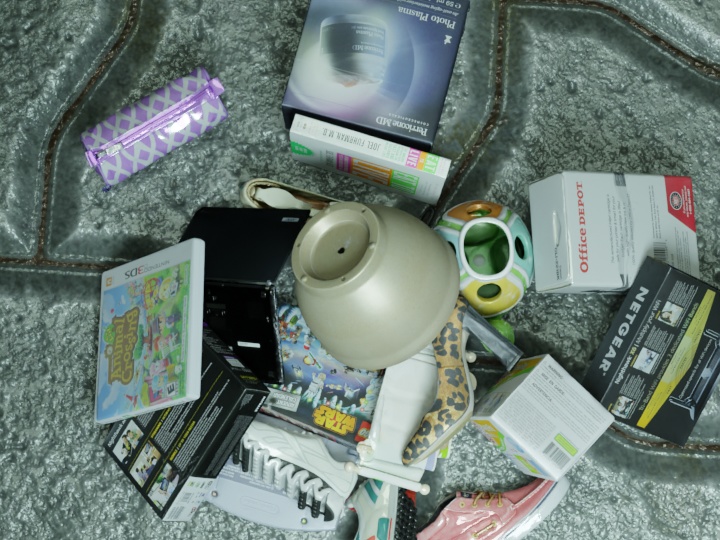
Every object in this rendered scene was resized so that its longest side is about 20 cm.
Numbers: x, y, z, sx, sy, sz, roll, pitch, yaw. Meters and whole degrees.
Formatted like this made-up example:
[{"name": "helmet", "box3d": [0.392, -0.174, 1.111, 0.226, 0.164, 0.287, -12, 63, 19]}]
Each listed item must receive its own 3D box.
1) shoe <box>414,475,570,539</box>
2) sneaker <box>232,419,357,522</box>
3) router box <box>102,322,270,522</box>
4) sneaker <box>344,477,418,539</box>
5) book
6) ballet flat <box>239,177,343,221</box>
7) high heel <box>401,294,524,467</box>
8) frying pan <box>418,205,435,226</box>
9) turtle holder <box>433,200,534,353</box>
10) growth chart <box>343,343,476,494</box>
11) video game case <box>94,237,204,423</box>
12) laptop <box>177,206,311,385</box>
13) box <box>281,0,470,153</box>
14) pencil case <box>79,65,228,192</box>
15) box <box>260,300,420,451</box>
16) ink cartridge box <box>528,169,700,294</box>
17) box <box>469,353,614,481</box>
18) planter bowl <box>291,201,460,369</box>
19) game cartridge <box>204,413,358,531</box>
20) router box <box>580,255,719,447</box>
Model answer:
[{"name": "shoe", "box3d": [0.162, 0.299, 1.706, 0.200, 0.071, 0.091, -41, 90, -2]}, {"name": "sneaker", "box3d": [-0.095, 0.225, 1.687, 0.200, 0.075, 0.081, 33, 59, 9]}, {"name": "router box", "box3d": [-0.214, 0.181, 1.664, 0.149, 0.051, 0.200, 42, 106, 35]}, {"name": "sneaker", "box3d": [0.024, 0.266, 1.709, 0.093, 0.070, 0.200, -7, 64, 29]}, {"name": "book", "box3d": [0.012, -0.145, 1.738, 0.200, 0.134, 0.048, 17, 82, 2]}, {"name": "ballet flat", "box3d": [-0.062, -0.070, 1.762, 0.200, 0.062, 0.067, 16, 82, 1]}, {"name": "high heel", "box3d": [0.081, 0.126, 1.652, 0.143, 0.071, 0.200, 41, 86, 12]}, {"name": "frying pan", "box3d": [0.027, -0.003, 1.764, 0.115, 0.031, 0.190, 13, 72, -13]}, {"name": "turtle holder", "box3d": [0.146, 0.001, 1.719, 0.141, 0.132, 0.186, 19, 82, 1]}, {"name": "growth chart", "box3d": [0.069, 0.172, 1.666, 0.145, 0.018, 0.200, 27, 73, -29]}, {"name": "video game case", "box3d": [-0.260, 0.076, 1.681, 0.182, 0.022, 0.200, -18, 64, 39]}, {"name": "laptop", "box3d": [-0.153, 0.029, 1.730, 0.177, 0.103, 0.200, 3, 105, 31]}, {"name": "box", "box3d": [0.020, -0.264, 1.763, 0.200, 0.123, 0.198, 14, 83, 1]}, {"name": "pencil case", "box3d": [-0.267, -0.187, 1.764, 0.200, 0.086, 0.084, -33, 85, -6]}, {"name": "box", "box3d": [-0.039, 0.136, 1.710, 0.200, 0.040, 0.137, 20, 72, 17]}, {"name": "ink cartridge box", "box3d": [0.317, -0.045, 1.717, 0.200, 0.084, 0.144, 1, 81, -27]}, {"name": "box", "box3d": [0.211, 0.177, 1.657, 0.112, 0.200, 0.101, 44, 83, 2]}, {"name": "planter bowl", "box3d": [0.000, 0.000, 1.634, 0.200, 0.135, 0.200, -17, 54, 24]}, {"name": "game cartridge", "box3d": [-0.113, 0.253, 1.727, 0.200, 0.041, 0.133, 17, 78, 2]}, {"name": "router box", "box3d": [0.376, 0.102, 1.690, 0.157, 0.052, 0.200, 23, 97, -30]}]
